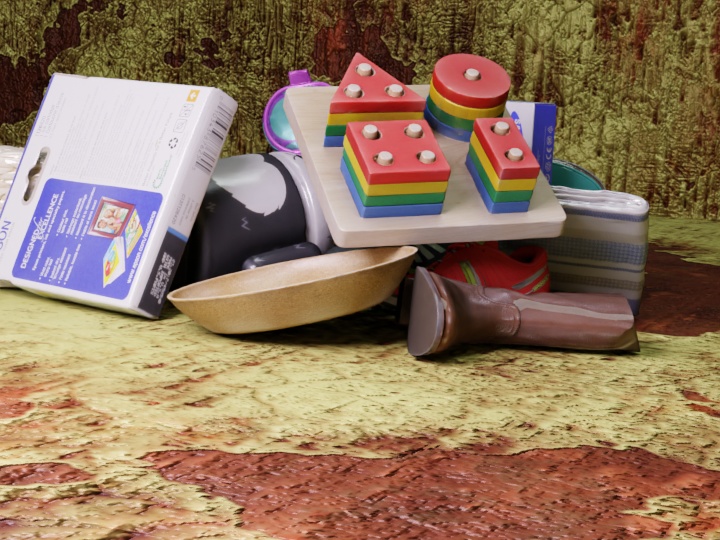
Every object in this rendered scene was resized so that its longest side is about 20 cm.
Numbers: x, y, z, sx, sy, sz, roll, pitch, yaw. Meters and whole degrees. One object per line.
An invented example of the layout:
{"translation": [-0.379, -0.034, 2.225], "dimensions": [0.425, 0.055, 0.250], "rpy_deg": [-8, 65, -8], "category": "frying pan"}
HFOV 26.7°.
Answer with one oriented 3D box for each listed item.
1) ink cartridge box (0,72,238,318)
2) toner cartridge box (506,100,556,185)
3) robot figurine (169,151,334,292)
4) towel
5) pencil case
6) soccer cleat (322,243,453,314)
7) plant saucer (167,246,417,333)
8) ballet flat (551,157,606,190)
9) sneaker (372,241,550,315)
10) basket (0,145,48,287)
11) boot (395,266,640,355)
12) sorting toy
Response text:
{"translation": [-0.217, -0.068, 1.292], "dimensions": [0.200, 0.198, 0.047], "rpy_deg": [10, -14, 40], "category": "ink cartridge box"}
{"translation": [0.145, -0.074, 1.558], "dimensions": [0.095, 0.201, 0.043], "rpy_deg": [8, 8, 40], "category": "toner cartridge box"}
{"translation": [-0.115, -0.042, 1.359], "dimensions": [0.199, 0.151, 0.125], "rpy_deg": [-11, -15, -33], "category": "robot figurine"}
{"translation": [0.190, -0.018, 1.393], "dimensions": [0.146, 0.024, 0.200], "rpy_deg": [7, -29, 12], "category": "towel"}
{"translation": [-0.032, -0.118, 1.543], "dimensions": [0.085, 0.093, 0.200], "rpy_deg": [-3, -21, 15], "category": "pencil case"}
{"translation": [0.030, -0.003, 1.381], "dimensions": [0.200, 0.068, 0.081], "rpy_deg": [0, 25, -40], "category": "soccer cleat"}
{"translation": [-0.050, 0.017, 1.188], "dimensions": [0.199, 0.036, 0.200], "rpy_deg": [-10, 6, 1], "category": "plant saucer"}
{"translation": [0.166, -0.092, 1.630], "dimensions": [0.199, 0.068, 0.064], "rpy_deg": [7, 4, 6], "category": "ballet flat"}
{"translation": [0.083, 0.003, 1.328], "dimensions": [0.199, 0.085, 0.077], "rpy_deg": [1, 5, -35], "category": "sneaker"}
{"translation": [-0.303, -0.052, 1.415], "dimensions": [0.199, 0.124, 0.136], "rpy_deg": [3, 7, -15], "category": "basket"}
{"translation": [0.134, 0.039, 1.177], "dimensions": [0.199, 0.064, 0.186], "rpy_deg": [8, 8, -5], "category": "boot"}
{"translation": [0.055, -0.114, 1.283], "dimensions": [0.199, 0.070, 0.199], "rpy_deg": [-3, 42, -17], "category": "sorting toy"}
